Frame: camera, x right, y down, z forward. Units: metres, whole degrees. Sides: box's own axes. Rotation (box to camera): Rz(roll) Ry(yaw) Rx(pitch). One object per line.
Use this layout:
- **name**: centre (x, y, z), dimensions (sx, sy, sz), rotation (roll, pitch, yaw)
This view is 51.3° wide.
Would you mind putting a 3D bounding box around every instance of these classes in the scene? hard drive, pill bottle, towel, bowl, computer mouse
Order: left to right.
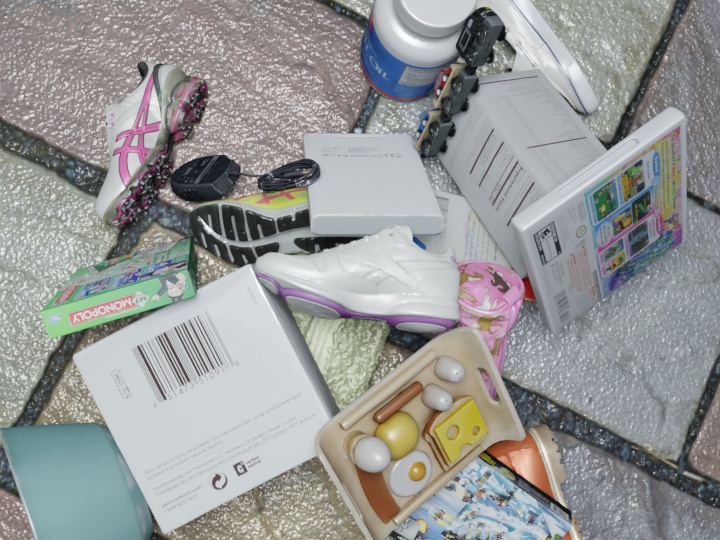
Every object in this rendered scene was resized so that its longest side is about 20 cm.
- **bowl**: centre (-0.280, 0.236, 0.758), dimensions (0.105, 0.201, 0.201), rotation (-19, 87, -28)
- **computer mouse**: centre (-0.129, -0.098, 0.825), dimensions (0.200, 0.034, 0.059), rotation (4, 47, 31)
- **towel**: centre (-0.043, 0.081, 0.863), dimensions (0.148, 0.036, 0.200), rotation (22, 83, -5)
- **hard drive**: centre (0.007, -0.098, 0.817), dimensions (0.132, 0.200, 0.027), rotation (0, 123, -7)
- **pill bottle**: centre (0.063, -0.268, 0.824), dimensions (0.112, 0.200, 0.112), rotation (1, 84, -7)

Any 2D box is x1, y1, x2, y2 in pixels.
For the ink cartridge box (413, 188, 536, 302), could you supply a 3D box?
- **ink cartridge box**: centre (0.127, -0.017, 0.861), dimensions (0.200, 0.067, 0.116), rotation (13, 64, -5)

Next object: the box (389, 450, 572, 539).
- **box**: centre (0.109, 0.262, 0.821), dimensions (0.200, 0.040, 0.137), rotation (35, 103, 9)

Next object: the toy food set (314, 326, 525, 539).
- **toy food set**: centre (0.065, 0.168, 0.723), dimensions (0.200, 0.060, 0.144), rotation (-35, 112, -20)

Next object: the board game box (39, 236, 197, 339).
- **board game box**: centre (-0.235, 0.011, 0.764), dimensions (0.134, 0.200, 0.029), rotation (-18, 104, -8)

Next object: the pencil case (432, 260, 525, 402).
- **pencil case**: centre (0.120, 0.083, 0.807), dimensions (0.086, 0.083, 0.200), rotation (5, 129, 3)

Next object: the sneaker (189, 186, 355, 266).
- **sneaker**: centre (-0.095, -0.060, 0.858), dimensions (0.200, 0.090, 0.078), rotation (1, 124, 9)

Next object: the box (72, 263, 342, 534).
- **box**: centre (-0.146, 0.122, 0.772), dimensions (0.199, 0.131, 0.200), rotation (-27, 91, 1)

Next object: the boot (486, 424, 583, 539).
- **boot**: centre (0.192, 0.288, 0.857), dimensions (0.107, 0.075, 0.200), rotation (-15, 77, -5)

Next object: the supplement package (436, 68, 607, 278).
- **supplement package**: centre (0.186, -0.109, 0.820), dimensions (0.114, 0.110, 0.200), rotation (-13, 58, -25)

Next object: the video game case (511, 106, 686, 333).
- **video game case**: centre (0.245, -0.040, 0.744), dimensions (0.182, 0.200, 0.024), rotation (-35, 51, -2)

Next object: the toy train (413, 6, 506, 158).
- **toy train**: centre (0.097, -0.192, 0.787), dimensions (0.034, 0.200, 0.046), rotation (-13, 62, -25)

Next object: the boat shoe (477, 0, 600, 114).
- **boat shoe**: centre (0.211, -0.263, 0.916), dimensions (0.070, 0.071, 0.200), rotation (-37, 94, 19)

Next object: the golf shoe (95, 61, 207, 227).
- **golf shoe**: centre (-0.252, -0.143, 0.844), dimensions (0.092, 0.073, 0.200), rotation (23, 73, 2)

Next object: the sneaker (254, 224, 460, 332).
- **sneaker**: centre (0.000, 0.000, 0.721), dimensions (0.200, 0.075, 0.100), rotation (11, 74, -8)
